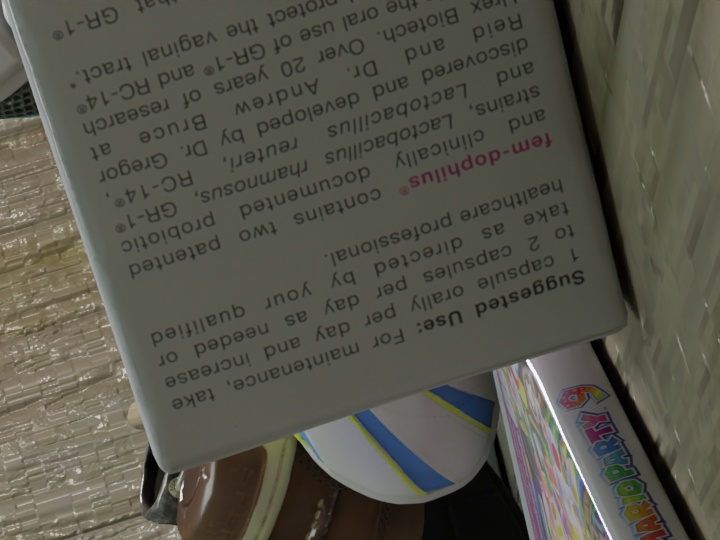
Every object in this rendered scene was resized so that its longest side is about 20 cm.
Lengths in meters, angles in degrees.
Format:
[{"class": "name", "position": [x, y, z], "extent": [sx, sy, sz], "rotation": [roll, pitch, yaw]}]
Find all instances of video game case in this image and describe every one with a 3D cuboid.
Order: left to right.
[{"class": "video game case", "position": [0.066, 0.096, 0.598], "extent": [0.200, 0.018, 0.144], "rotation": [-112, 7, -56]}]

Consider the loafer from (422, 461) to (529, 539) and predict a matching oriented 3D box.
[{"class": "loafer", "position": [0.037, 0.141, 0.851], "extent": [0.072, 0.073, 0.201], "rotation": [-108, 3, -84]}]

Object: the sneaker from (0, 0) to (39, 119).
[{"class": "sneaker", "position": [-0.063, -0.096, 0.862], "extent": [0.200, 0.091, 0.078], "rotation": [-19, 70, 43]}]

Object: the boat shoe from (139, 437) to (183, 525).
[{"class": "boat shoe", "position": [-0.036, -0.007, 0.897], "extent": [0.071, 0.063, 0.201], "rotation": [-129, 46, -70]}]

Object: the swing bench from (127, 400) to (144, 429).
[{"class": "swing bench", "position": [-0.065, -0.036, 1.212], "extent": [0.200, 0.129, 0.200], "rotation": [168, 86, -81]}]

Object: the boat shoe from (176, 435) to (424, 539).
[{"class": "boat shoe", "position": [-0.002, 0.004, 0.786], "extent": [0.075, 0.075, 0.203], "rotation": [116, 167, -50]}]

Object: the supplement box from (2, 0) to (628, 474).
[{"class": "supplement box", "position": [-0.025, -0.079, 0.533], "extent": [0.101, 0.103, 0.201], "rotation": [-117, 9, -66]}]

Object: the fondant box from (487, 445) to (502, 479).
[{"class": "fondant box", "position": [0.026, 0.115, 1.007], "extent": [0.144, 0.058, 0.201], "rotation": [-114, 7, -62]}]

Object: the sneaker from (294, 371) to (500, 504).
[{"class": "sneaker", "position": [-0.007, -0.035, 0.657], "extent": [0.105, 0.075, 0.201], "rotation": [-143, 37, -83]}]
